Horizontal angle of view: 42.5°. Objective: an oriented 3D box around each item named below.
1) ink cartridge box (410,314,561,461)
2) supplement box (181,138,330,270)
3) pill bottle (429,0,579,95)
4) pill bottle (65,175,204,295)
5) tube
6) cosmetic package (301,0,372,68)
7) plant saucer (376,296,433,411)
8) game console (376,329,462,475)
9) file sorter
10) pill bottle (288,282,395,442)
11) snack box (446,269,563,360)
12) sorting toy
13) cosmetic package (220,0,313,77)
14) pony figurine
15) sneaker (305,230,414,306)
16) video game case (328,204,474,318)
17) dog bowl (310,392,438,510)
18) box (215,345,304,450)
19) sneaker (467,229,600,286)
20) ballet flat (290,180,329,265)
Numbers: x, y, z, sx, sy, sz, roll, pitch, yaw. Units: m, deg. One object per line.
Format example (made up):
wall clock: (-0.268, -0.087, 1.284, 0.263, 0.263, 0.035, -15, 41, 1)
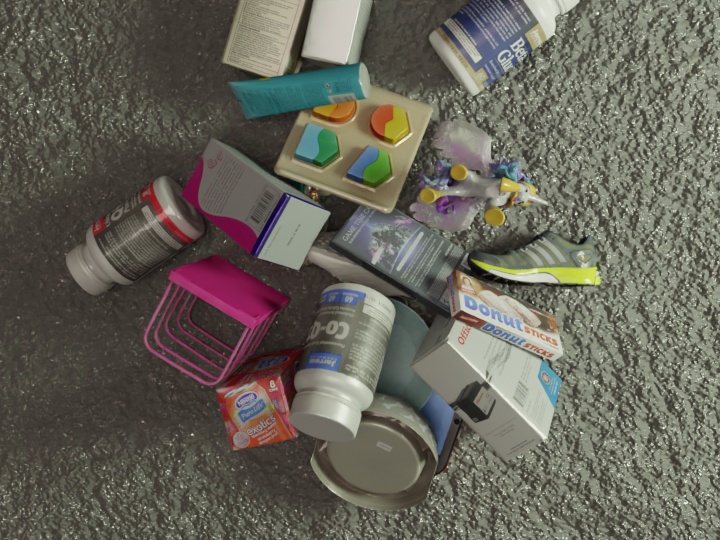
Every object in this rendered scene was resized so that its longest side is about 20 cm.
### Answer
ink cartridge box: (0.183, 0.147, 1.325, 0.200, 0.145, 0.084, 45, 126, -8)
supplement box: (-0.156, -0.098, 1.353, 0.200, 0.103, 0.101, 38, 102, 36)
pill bottle: (0.206, -0.352, 1.318, 0.200, 0.111, 0.111, -37, 89, 10)
pill bottle: (-0.349, -0.048, 1.425, 0.200, 0.111, 0.111, -34, 90, 9)
tube: (-0.087, -0.258, 1.332, 0.199, 0.078, 0.051, -6, 50, 16)
cosmetic package: (-0.023, -0.398, 1.353, 0.071, 0.101, 0.201, 14, 96, 7)
plant saucer: (0.023, 0.135, 1.403, 0.200, 0.039, 0.202, 1, 94, 15)
game console: (0.074, 0.203, 1.427, 0.176, 0.031, 0.201, 19, 97, 6)
file sorter: (-0.215, 0.074, 1.373, 0.139, 0.200, 0.126, 30, 101, 4)
pill bottle: (-0.027, 0.129, 1.289, 0.113, 0.114, 0.201, 13, 60, 7)
snack box: (0.208, 0.066, 1.326, 0.199, 0.072, 0.024, 24, 134, -28)
sorting toy: (-0.008, -0.197, 1.354, 0.184, 0.037, 0.201, 20, 68, 6)
cosmetic package: (-0.123, -0.386, 1.375, 0.103, 0.087, 0.201, 21, 99, 7)
pony figurine: (0.159, -0.120, 1.324, 0.192, 0.200, 0.167, 19, 105, 22)
sneaker: (0.000, 0.000, 1.382, 0.199, 0.077, 0.081, 15, 122, -8)
video game case: (0.068, -0.025, 1.359, 0.199, 0.143, 0.019, 31, 132, 5)
dog bowl: (0.024, 0.266, 1.376, 0.199, 0.059, 0.201, 8, 125, 11)
box: (-0.131, 0.184, 1.368, 0.099, 0.200, 0.096, -13, 96, 10)
sneaker: (0.254, -0.019, 1.361, 0.199, 0.074, 0.081, 3, 84, -8)
ballet flat: (-0.078, -0.103, 1.412, 0.064, 0.076, 0.201, 3, 101, -23)
